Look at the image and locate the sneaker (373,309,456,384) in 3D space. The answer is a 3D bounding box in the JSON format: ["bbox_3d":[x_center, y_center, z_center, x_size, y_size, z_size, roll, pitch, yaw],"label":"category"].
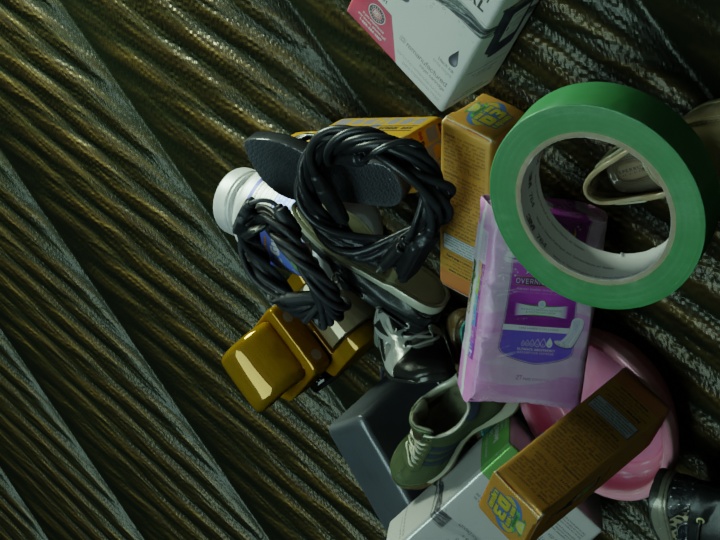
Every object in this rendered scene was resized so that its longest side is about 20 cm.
[{"bbox_3d":[0.052,0.062,1.679,0.200,0.073,0.090,-132,36,-66],"label":"sneaker"}]

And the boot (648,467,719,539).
[{"bbox_3d":[0.379,0.277,1.485,0.152,0.074,0.205,-1,133,35],"label":"boot"}]

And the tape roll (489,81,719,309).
[{"bbox_3d":[0.212,-0.063,1.322,0.198,0.048,0.202,16,127,22],"label":"tape roll"}]

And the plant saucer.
[{"bbox_3d":[0.250,0.139,1.560,0.200,0.051,0.202,31,138,33],"label":"plant saucer"}]

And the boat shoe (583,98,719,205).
[{"bbox_3d":[0.277,-0.096,1.332,0.199,0.065,0.073,-15,104,54],"label":"boat shoe"}]

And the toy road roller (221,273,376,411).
[{"bbox_3d":[-0.079,0.089,1.842,0.123,0.145,0.200,51,145,8],"label":"toy road roller"}]

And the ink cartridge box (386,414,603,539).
[{"bbox_3d":[0.144,0.279,1.653,0.145,0.084,0.200,43,109,-10],"label":"ink cartridge box"}]

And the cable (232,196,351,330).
[{"bbox_3d":[-0.075,-0.005,1.645,0.163,0.051,0.200,45,162,2],"label":"cable"}]

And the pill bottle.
[{"bbox_3d":[-0.078,-0.057,1.760,0.199,0.112,0.113,20,131,41],"label":"pill bottle"}]

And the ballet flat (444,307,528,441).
[{"bbox_3d":[0.137,0.132,1.692,0.202,0.067,0.072,69,164,-15],"label":"ballet flat"}]

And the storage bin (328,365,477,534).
[{"bbox_3d":[0.067,0.210,1.767,0.201,0.134,0.145,59,145,-4],"label":"storage bin"}]

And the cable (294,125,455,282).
[{"bbox_3d":[0.012,-0.080,1.506,0.163,0.051,0.201,37,146,8],"label":"cable"}]

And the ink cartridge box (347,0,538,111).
[{"bbox_3d":[0.088,-0.274,1.411,0.145,0.084,0.201,48,144,13],"label":"ink cartridge box"}]

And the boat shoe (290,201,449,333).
[{"bbox_3d":[0.001,-0.001,1.630,0.198,0.075,0.066,31,133,6],"label":"boat shoe"}]

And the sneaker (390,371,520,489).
[{"bbox_3d":[0.078,0.166,1.622,0.200,0.089,0.068,-44,52,33],"label":"sneaker"}]

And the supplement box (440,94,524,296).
[{"bbox_3d":[0.125,-0.070,1.527,0.068,0.066,0.202,27,136,36],"label":"supplement box"}]

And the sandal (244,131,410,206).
[{"bbox_3d":[-0.032,-0.108,1.592,0.198,0.043,0.077,14,135,27],"label":"sandal"}]

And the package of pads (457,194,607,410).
[{"bbox_3d":[0.166,0.032,1.463,0.076,0.119,0.203,-122,37,-73],"label":"package of pads"}]

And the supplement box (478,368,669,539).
[{"bbox_3d":[0.202,0.176,1.427,0.069,0.199,0.067,41,142,20],"label":"supplement box"}]

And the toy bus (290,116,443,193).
[{"bbox_3d":[0.005,-0.125,1.634,0.199,0.078,0.066,5,122,49],"label":"toy bus"}]
